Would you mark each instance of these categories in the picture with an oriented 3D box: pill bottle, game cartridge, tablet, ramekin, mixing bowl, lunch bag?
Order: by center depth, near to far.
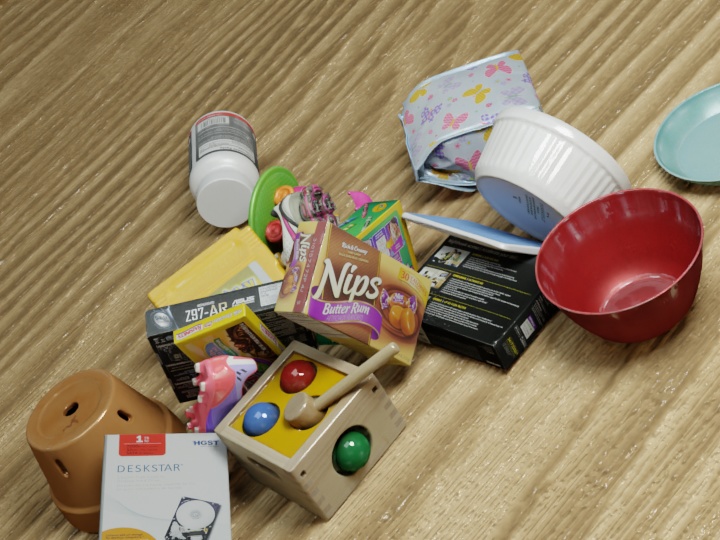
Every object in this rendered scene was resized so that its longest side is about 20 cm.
[{"bbox_3d":[0.316,0.010,1.461,0.199,0.109,0.201,-21,38,17],"label":"mixing bowl"},{"bbox_3d":[0.236,-0.110,1.595,0.202,0.202,0.094,23,73,48],"label":"ramekin"},{"bbox_3d":[0.161,-0.046,1.646,0.200,0.130,0.014,22,103,49],"label":"tablet"},{"bbox_3d":[-0.170,0.057,1.735,0.176,0.032,0.200,-38,74,-8],"label":"game cartridge"},{"bbox_3d":[0.162,-0.208,1.817,0.199,0.127,0.170,-16,40,5],"label":"lunch bag"},{"bbox_3d":[-0.224,-0.165,2.054,0.115,0.116,0.200,-24,37,11],"label":"pill bottle"}]

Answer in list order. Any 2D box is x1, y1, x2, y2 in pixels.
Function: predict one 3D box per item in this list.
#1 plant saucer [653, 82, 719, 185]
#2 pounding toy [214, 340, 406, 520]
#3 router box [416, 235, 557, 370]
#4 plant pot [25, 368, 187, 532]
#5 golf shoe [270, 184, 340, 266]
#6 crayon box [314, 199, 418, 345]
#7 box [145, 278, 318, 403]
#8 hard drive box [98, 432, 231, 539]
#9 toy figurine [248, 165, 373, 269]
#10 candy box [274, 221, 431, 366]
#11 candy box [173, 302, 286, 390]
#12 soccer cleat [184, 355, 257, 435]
[{"bbox_3d":[0.480,-0.172,1.615,0.199,0.036,0.200,-21,38,17],"label":"plant saucer"},{"bbox_3d":[-0.047,0.173,1.508,0.200,0.142,0.184,18,59,47],"label":"pounding toy"},{"bbox_3d":[0.149,0.036,1.600,0.200,0.051,0.149,18,57,46],"label":"router box"},{"bbox_3d":[-0.349,0.225,1.670,0.199,0.140,0.201,-20,37,16],"label":"plant pot"},{"bbox_3d":[-0.061,-0.012,1.733,0.092,0.201,0.073,-22,-9,30],"label":"golf shoe"},{"bbox_3d":[0.000,0.000,1.643,0.058,0.119,0.200,-3,23,33],"label":"crayon box"},{"bbox_3d":[-0.161,0.093,1.621,0.199,0.161,0.044,-13,51,1],"label":"box"},{"bbox_3d":[-0.235,0.293,1.508,0.155,0.077,0.200,-1,37,-9],"label":"hard drive box"},{"bbox_3d":[-0.053,-0.049,1.804,0.183,0.150,0.201,5,71,27],"label":"toy figurine"},{"bbox_3d":[-0.006,0.030,1.523,0.056,0.200,0.117,1,69,43],"label":"candy box"},{"bbox_3d":[-0.145,0.116,1.598,0.102,0.200,0.026,-20,51,15],"label":"candy box"},{"bbox_3d":[-0.179,0.175,1.598,0.076,0.200,0.067,-6,54,-17],"label":"soccer cleat"}]
